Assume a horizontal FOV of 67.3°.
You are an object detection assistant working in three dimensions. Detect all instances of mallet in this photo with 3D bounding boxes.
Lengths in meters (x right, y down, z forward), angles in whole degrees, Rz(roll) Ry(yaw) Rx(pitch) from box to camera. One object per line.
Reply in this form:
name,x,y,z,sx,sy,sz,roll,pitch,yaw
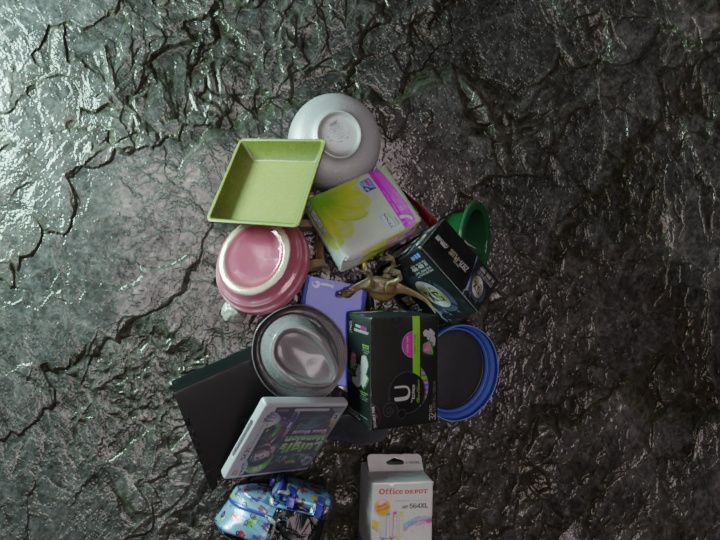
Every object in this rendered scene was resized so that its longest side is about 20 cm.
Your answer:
mallet,0.000,0.000,1.136,0.064,0.041,0.205,-3,93,-13

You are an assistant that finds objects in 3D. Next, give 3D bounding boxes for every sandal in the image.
sandal,-0.039,0.312,1.109,0.195,0.043,0.078,3,112,-2

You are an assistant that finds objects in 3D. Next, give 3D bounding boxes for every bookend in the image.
bookend,-0.236,0.274,1.052,0.197,0.092,0.203,-22,101,-19

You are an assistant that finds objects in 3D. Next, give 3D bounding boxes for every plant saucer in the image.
plant saucer,-0.172,-0.161,1.045,0.195,0.048,0.204,5,62,19
plant saucer,-0.195,-0.019,1.041,0.196,0.051,0.205,-6,68,15

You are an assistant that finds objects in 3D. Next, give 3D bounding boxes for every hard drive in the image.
hard drive,-0.063,0.122,1.081,0.129,0.025,0.205,10,86,-11

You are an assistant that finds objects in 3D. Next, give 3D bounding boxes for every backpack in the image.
backpack,-0.165,0.458,1.024,0.196,0.183,0.137,18,77,2

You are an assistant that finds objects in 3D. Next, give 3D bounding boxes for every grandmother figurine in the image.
grandmother figurine,-0.197,0.032,1.087,0.199,0.061,0.121,-42,75,-6

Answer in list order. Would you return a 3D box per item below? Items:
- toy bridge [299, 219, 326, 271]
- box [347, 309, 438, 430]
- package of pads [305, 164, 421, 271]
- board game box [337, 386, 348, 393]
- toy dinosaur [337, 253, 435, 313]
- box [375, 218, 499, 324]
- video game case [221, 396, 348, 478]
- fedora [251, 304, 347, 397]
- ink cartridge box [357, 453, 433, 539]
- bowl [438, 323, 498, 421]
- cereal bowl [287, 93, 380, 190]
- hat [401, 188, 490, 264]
toy bridge,-0.107,-0.091,1.100,0.066,0.027,0.204,-7,73,-48
box,0.060,0.182,1.042,0.145,0.124,0.205,-1,92,-23
package of pads,0.007,-0.104,1.084,0.197,0.068,0.156,-26,74,-22
board game box,0.002,0.183,1.126,0.198,0.040,0.155,33,83,-8
toy dinosaur,0.055,0.025,1.051,0.195,0.103,0.059,6,43,3
box,0.145,0.014,1.072,0.164,0.199,0.086,47,63,-7
video game case,-0.138,0.312,1.015,0.197,0.023,0.184,12,116,-44
fedora,-0.102,0.160,0.998,0.200,0.090,0.178,44,77,-15
ink cartridge box,0.068,0.479,1.088,0.125,0.125,0.205,2,89,-11
bowl,0.202,0.213,1.147,0.196,0.039,0.206,-2,95,-22
cereal bowl,-0.049,-0.267,1.109,0.195,0.083,0.206,0,89,-11
hat,0.172,-0.075,1.171,0.173,0.164,0.205,5,94,34
